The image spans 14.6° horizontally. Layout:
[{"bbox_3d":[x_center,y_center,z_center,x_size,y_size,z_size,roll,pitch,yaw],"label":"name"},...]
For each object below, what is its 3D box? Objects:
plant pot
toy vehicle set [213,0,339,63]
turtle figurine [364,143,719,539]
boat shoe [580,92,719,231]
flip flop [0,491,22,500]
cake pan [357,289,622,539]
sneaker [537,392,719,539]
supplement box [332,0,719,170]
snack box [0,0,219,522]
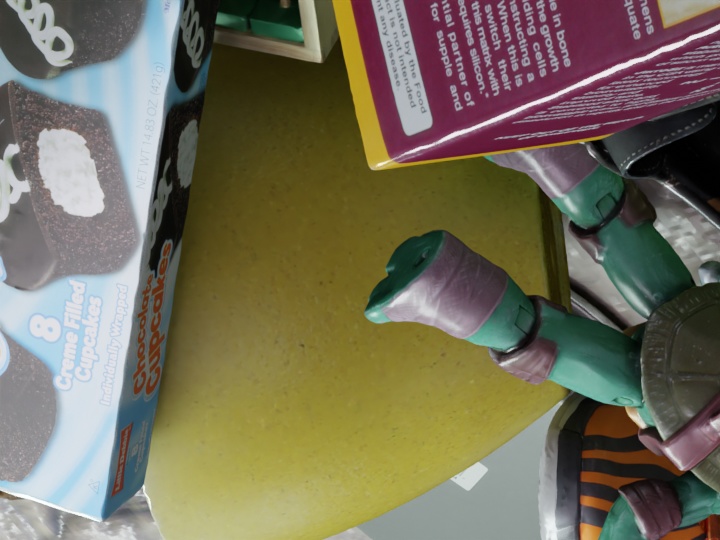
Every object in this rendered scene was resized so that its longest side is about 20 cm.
[{"bbox_3d":[0.000,0.000,0.997,0.141,0.201,0.201,-7,134,9],"label":"plant pot"},{"bbox_3d":[-0.103,-0.137,0.887,0.199,0.027,0.125,12,139,20],"label":"toy vehicle set"},{"bbox_3d":[0.105,0.039,0.908,0.200,0.150,0.101,43,142,-12],"label":"turtle figurine"},{"bbox_3d":[0.085,-0.062,0.804,0.200,0.068,0.072,36,149,1],"label":"boat shoe"},{"bbox_3d":[-0.117,0.059,1.132,0.058,0.200,0.081,53,130,11],"label":"flip flop"},{"bbox_3d":[0.043,0.065,1.148,0.199,0.037,0.201,22,144,17],"label":"cake pan"},{"bbox_3d":[0.146,0.087,1.023,0.111,0.078,0.200,-1,169,30],"label":"sneaker"},{"bbox_3d":[0.076,-0.102,0.680,0.200,0.085,0.111,-19,83,55],"label":"supplement box"},{"bbox_3d":[-0.113,-0.032,0.884,0.116,0.037,0.201,15,110,15],"label":"snack box"}]
